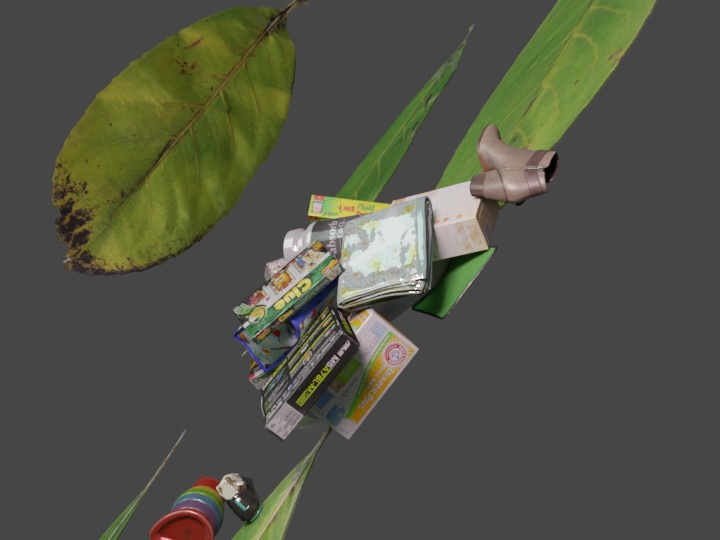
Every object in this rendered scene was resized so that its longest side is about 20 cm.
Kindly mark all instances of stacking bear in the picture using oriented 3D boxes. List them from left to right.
[{"bbox_3d":[-0.327,0.488,1.726,0.114,0.121,0.200,-50,5,12],"label":"stacking bear"}]

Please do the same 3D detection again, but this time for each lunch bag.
[{"bbox_3d":[-0.124,0.076,1.597,0.170,0.124,0.200,-47,7,-36],"label":"lunch bag"}]

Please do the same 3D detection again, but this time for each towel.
[{"bbox_3d":[0.043,-0.030,1.474,0.170,0.048,0.201,-14,49,24],"label":"towel"}]

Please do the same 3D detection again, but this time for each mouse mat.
[{"bbox_3d":[0.167,0.016,1.547,0.161,0.008,0.200,-52,11,-6],"label":"mouse mat"}]

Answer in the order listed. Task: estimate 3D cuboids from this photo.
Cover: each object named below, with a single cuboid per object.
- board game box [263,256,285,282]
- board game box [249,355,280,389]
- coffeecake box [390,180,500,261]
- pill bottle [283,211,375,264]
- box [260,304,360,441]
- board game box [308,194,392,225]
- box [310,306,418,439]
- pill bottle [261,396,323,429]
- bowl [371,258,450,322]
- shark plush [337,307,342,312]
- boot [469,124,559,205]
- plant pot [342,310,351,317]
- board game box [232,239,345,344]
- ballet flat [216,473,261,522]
[{"bbox_3d":[-0.141,0.073,1.935,0.096,0.201,0.159,-19,-5,-10],"label":"board game box"},{"bbox_3d":[-0.134,0.153,1.742,0.199,0.035,0.126,-30,25,11],"label":"board game box"},{"bbox_3d":[0.143,-0.086,1.572,0.199,0.073,0.154,-12,29,26],"label":"coffeecake box"},{"bbox_3d":[-0.041,-0.044,1.659,0.199,0.116,0.116,-8,32,23],"label":"pill bottle"},{"bbox_3d":[-0.088,0.164,1.416,0.200,0.047,0.193,-51,11,2],"label":"box"},{"bbox_3d":[-0.001,-0.103,1.755,0.102,0.199,0.048,76,-157,-69],"label":"board game box"},{"bbox_3d":[-0.009,0.170,1.476,0.200,0.112,0.101,-52,14,-1],"label":"box"},{"bbox_3d":[-0.117,0.254,1.645,0.104,0.104,0.200,-56,13,-22],"label":"pill bottle"},{"bbox_3d":[0.099,-0.008,1.695,0.200,0.075,0.200,-40,13,44],"label":"bowl"},{"bbox_3d":[0.000,0.000,1.711,0.200,0.091,0.083,-46,41,-9],"label":"shark plush"},{"bbox_3d":[0.278,-0.193,1.512,0.145,0.070,0.201,-4,51,28],"label":"boot"},{"bbox_3d":[-0.010,0.005,1.854,0.200,0.200,0.184,-36,30,49],"label":"plant pot"},{"bbox_3d":[-0.128,0.035,1.496,0.200,0.023,0.105,-41,41,-4],"label":"board game box"},{"bbox_3d":[-0.238,0.429,1.652,0.068,0.068,0.200,-54,12,-13],"label":"ballet flat"}]
